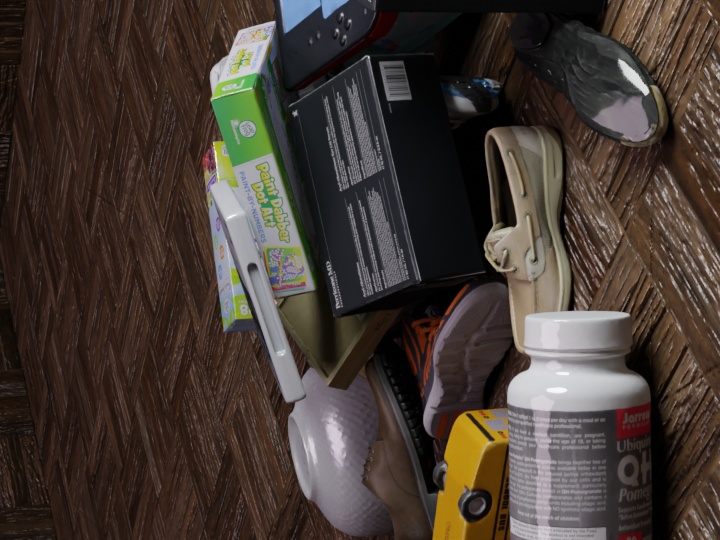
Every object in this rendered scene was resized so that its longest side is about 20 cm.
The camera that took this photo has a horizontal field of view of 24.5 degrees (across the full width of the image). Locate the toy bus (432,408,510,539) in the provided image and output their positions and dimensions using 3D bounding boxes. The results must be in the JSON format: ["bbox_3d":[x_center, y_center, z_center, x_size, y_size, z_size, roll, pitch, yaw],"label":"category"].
[{"bbox_3d":[0.108,0.227,1.483,0.065,0.078,0.200,-135,47,-59],"label":"toy bus"}]

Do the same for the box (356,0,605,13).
[{"bbox_3d":[0.081,-0.256,1.326,0.141,0.200,0.079,-131,43,-59],"label":"box"}]

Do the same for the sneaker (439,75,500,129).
[{"bbox_3d":[0.065,-0.139,1.535,0.200,0.075,0.087,12,98,63],"label":"sneaker"}]

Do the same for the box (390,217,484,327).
[{"bbox_3d":[0.035,-0.064,1.619,0.144,0.036,0.200,-41,53,33],"label":"box"}]

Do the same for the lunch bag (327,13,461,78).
[{"bbox_3d":[0.020,-0.293,1.547,0.200,0.122,0.171,-41,53,40],"label":"lunch bag"}]

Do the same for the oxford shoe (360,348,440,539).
[{"bbox_3d":[0.031,0.176,1.594,0.073,0.084,0.200,-13,-93,-71],"label":"oxford shoe"}]

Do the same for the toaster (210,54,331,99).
[{"bbox_3d":[-0.065,-0.177,1.700,0.200,0.129,0.114,31,-140,-59],"label":"toaster"}]

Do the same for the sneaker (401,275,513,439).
[{"bbox_3d":[0.080,0.056,1.537,0.200,0.077,0.112,108,150,-42],"label":"sneaker"}]

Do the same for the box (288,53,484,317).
[{"bbox_3d":[0.020,-0.074,1.462,0.141,0.079,0.200,-23,77,53],"label":"box"}]

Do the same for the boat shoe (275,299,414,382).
[{"bbox_3d":[-0.023,0.074,1.705,0.200,0.072,0.076,46,101,17],"label":"boat shoe"}]

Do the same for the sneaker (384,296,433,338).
[{"bbox_3d":[0.013,-0.010,1.716,0.091,0.066,0.200,112,146,-42],"label":"sneaker"}]

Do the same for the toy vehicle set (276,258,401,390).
[{"bbox_3d":[0.000,0.000,1.593,0.200,0.026,0.124,-56,45,21],"label":"toy vehicle set"}]

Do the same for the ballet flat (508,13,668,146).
[{"bbox_3d":[0.185,-0.155,1.301,0.067,0.057,0.200,-57,39,16],"label":"ballet flat"}]

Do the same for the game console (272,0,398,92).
[{"bbox_3d":[-0.032,-0.280,1.491,0.177,0.031,0.200,-24,68,50],"label":"game console"}]

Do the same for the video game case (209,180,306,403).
[{"bbox_3d":[-0.098,0.015,1.562,0.200,0.023,0.182,-131,23,-76],"label":"video game case"}]

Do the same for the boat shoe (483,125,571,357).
[{"bbox_3d":[0.134,-0.022,1.402,0.072,0.065,0.200,-174,82,-68],"label":"boat shoe"}]

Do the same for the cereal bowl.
[{"bbox_3d":[-0.026,0.191,1.771,0.200,0.083,0.200,169,90,-78],"label":"cereal bowl"}]

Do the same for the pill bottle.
[{"bbox_3d":[0.168,0.133,1.273,0.111,0.111,0.200,-173,80,-68],"label":"pill bottle"}]

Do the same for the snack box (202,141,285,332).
[{"bbox_3d":[-0.074,-0.041,1.794,0.068,0.168,0.200,139,124,-68],"label":"snack box"}]

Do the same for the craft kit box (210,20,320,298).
[{"bbox_3d":[-0.078,-0.106,1.534,0.198,0.048,0.200,-88,-17,-66],"label":"craft kit box"}]
